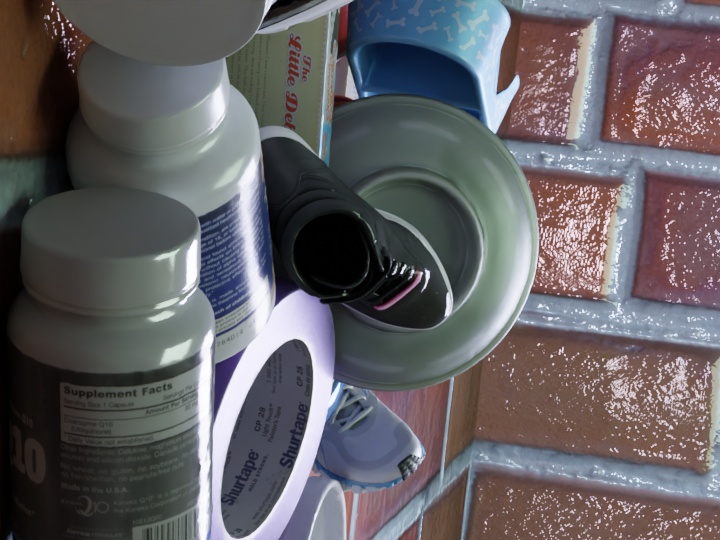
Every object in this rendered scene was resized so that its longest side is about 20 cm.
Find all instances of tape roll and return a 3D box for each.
[{"bbox_3d":[-0.095,0.095,1.541,0.200,0.084,0.201,17,90,-70],"label":"tape roll"}]

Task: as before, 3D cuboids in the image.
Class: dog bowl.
[{"bbox_3d":[0.045,-0.137,1.642,0.200,0.111,0.050,72,31,-67],"label":"dog bowl"}]

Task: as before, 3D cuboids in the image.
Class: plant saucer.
[{"bbox_3d":[0.026,-0.015,1.611,0.050,0.199,0.202,-138,-127,-77],"label":"plant saucer"}]

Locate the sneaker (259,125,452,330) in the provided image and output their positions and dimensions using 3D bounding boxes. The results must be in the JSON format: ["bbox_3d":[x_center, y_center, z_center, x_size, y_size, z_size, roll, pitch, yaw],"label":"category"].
[{"bbox_3d":[0.000,0.000,1.506,0.200,0.071,0.099,42,13,-38],"label":"sneaker"}]

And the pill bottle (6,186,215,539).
[{"bbox_3d":[-0.135,0.065,1.316,0.114,0.113,0.201,-63,158,-64],"label":"pill bottle"}]

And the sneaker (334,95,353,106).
[{"bbox_3d":[-0.022,-0.020,1.707,0.088,0.075,0.201,79,21,-62],"label":"sneaker"}]

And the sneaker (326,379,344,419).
[{"bbox_3d":[-0.035,0.056,1.742,0.200,0.066,0.079,-68,174,-56],"label":"sneaker"}]

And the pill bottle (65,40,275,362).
[{"bbox_3d":[-0.109,-0.045,1.393,0.201,0.110,0.111,86,14,-49],"label":"pill bottle"}]

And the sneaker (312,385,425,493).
[{"bbox_3d":[-0.030,0.098,1.862,0.075,0.200,0.087,-36,133,-24],"label":"sneaker"}]

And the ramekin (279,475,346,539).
[{"bbox_3d":[-0.081,0.247,1.796,0.200,0.104,0.202,7,90,-80],"label":"ramekin"}]

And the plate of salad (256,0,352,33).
[{"bbox_3d":[-0.013,-0.192,1.380,0.048,0.199,0.200,58,25,-19],"label":"plate of salad"}]

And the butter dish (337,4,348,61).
[{"bbox_3d":[-0.032,-0.247,1.659,0.199,0.148,0.200,-37,159,-5],"label":"butter dish"}]

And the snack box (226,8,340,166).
[{"bbox_3d":[-0.072,-0.157,1.521,0.037,0.115,0.201,-53,149,-73],"label":"snack box"}]

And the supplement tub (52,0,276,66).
[{"bbox_3d":[-0.087,-0.222,1.299,0.146,0.144,0.201,86,15,-49],"label":"supplement tub"}]

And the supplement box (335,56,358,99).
[{"bbox_3d":[-0.025,-0.216,1.885,0.126,0.073,0.202,-5,102,-80],"label":"supplement box"}]
